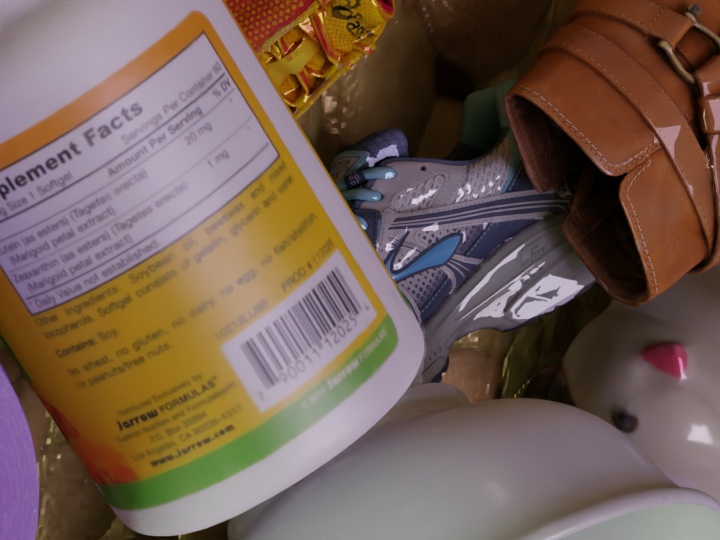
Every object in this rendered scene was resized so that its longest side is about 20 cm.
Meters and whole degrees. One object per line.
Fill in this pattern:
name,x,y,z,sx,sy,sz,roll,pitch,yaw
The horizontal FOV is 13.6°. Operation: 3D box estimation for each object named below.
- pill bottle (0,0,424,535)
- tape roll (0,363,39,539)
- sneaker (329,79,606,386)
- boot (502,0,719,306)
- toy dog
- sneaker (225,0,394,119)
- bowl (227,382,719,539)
pill bottle,-0.075,-0.031,0.903,0.111,0.111,0.201,-39,106,-29
tape roll,-0.192,0.062,0.828,0.199,0.066,0.201,-13,126,-19
sneaker,0.000,0.000,1.069,0.200,0.077,0.087,-33,104,-30
boot,0.100,-0.098,1.077,0.155,0.077,0.201,-35,101,-28
toy dog,0.145,0.018,1.187,0.200,0.139,0.194,-51,169,-21
sneaker,-0.036,-0.079,0.982,0.073,0.077,0.201,37,82,-48
bowl,0.017,0.102,1.014,0.200,0.091,0.201,-28,157,-13
